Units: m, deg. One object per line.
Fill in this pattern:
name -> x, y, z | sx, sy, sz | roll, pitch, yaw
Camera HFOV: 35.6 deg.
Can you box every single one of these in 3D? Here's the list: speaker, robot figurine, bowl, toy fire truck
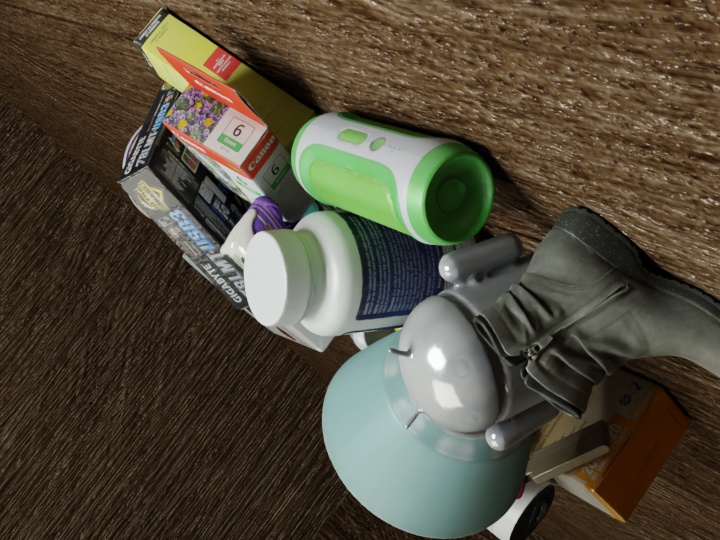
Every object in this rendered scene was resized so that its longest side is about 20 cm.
speaker -> 0.022, -0.080, 0.934 | 0.088, 0.089, 0.199 | 44, 168, -35
speaker -> 0.111, 0.207, 1.208 | 0.199, 0.081, 0.081 | 35, 170, 29
robot figurine -> 0.114, 0.058, 0.901 | 0.113, 0.199, 0.171 | 9, 118, 66
bowl -> 0.074, 0.122, 0.991 | 0.200, 0.201, 0.105 | 36, 140, 8
toy fire truck -> 0.139, 0.150, 1.128 | 0.198, 0.177, 0.129 | 9, 146, 1

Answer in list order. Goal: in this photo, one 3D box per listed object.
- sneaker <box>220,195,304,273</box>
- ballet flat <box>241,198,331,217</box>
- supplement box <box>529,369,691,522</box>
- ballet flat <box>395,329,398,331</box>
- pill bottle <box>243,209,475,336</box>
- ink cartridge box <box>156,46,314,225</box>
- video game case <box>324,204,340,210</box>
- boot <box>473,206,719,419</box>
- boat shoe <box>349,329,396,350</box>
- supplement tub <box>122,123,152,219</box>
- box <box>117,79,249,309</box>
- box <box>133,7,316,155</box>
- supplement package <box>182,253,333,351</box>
sneaker -> -0.050, -0.006, 1.099 | 0.080, 0.084, 0.200 | 19, 166, 36
ballet flat -> -0.051, -0.043, 1.219 | 0.200, 0.068, 0.062 | 39, 180, -9
supplement box -> 0.223, 0.157, 1.171 | 0.073, 0.126, 0.199 | 43, 168, -34
ballet flat -> 0.102, 0.069, 1.252 | 0.199, 0.067, 0.067 | 26, -168, -49
pill bottle -> 0.000, 0.000, 1.017 | 0.198, 0.112, 0.111 | -5, -164, -32
ink cartridge box -> -0.125, -0.122, 1.063 | 0.109, 0.051, 0.200 | 31, 171, 29
video game case -> 0.000, -0.068, 1.208 | 0.181, 0.036, 0.200 | 42, 170, -24
boot -> 0.189, 0.059, 0.827 | 0.199, 0.131, 0.068 | 36, 170, 6
boat shoe -> 0.032, 0.045, 1.259 | 0.066, 0.200, 0.071 | 2, 107, 31
supplement tub -> -0.200, -0.116, 1.389 | 0.145, 0.146, 0.200 | 43, 169, -30
box -> -0.154, -0.095, 1.206 | 0.049, 0.200, 0.200 | -24, 125, 27
box -> -0.131, -0.181, 1.127 | 0.199, 0.050, 0.075 | 36, 171, 15
supplement package -> -0.112, -0.012, 1.547 | 0.191, 0.148, 0.200 | 41, 169, -20
